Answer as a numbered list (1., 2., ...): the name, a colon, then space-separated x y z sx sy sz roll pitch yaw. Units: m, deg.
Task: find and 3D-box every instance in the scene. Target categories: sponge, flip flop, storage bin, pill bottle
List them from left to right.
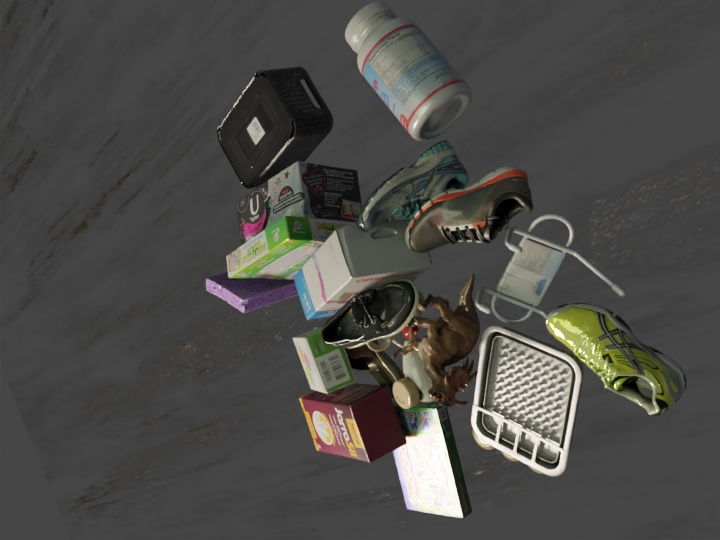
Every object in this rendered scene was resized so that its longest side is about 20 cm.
1. sponge: -0.171 0.022 1.503 0.112 0.200 0.030 24 119 37
2. storage bin: -0.156 -0.253 1.468 0.200 0.094 0.135 -41 74 46
3. flip flop: 0.001 0.154 1.470 0.200 0.058 0.081 50 150 16
4. pill bottle: 0.065 -0.297 1.214 0.200 0.109 0.109 54 135 18

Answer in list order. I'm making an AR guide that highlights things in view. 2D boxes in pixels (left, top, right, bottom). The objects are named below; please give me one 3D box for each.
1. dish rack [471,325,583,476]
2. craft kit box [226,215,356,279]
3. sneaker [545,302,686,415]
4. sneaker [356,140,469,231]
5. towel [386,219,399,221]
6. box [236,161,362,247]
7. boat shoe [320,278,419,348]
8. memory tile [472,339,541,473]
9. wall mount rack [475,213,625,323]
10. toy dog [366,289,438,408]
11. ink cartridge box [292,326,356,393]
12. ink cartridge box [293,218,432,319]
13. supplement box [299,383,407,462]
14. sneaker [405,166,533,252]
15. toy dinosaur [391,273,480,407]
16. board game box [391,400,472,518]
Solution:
1. dish rack: 0.252 0.187 1.223 0.172 0.044 0.200 23 120 40
2. craft kit box: -0.092 -0.032 1.380 0.200 0.197 0.049 -27 69 48
3. sneaker: 0.333 0.113 1.088 0.200 0.076 0.075 32 128 18
4. sneaker: 0.082 -0.110 1.209 0.086 0.200 0.078 50 160 4
5. towel: 0.019 -0.001 1.434 0.144 0.023 0.200 13 112 45
6. box: -0.109 -0.099 1.430 0.200 0.132 0.115 -25 68 47
7. boat shoe: 0.007 0.067 1.242 0.199 0.066 0.075 -28 66 48
8. memory tile: 0.242 0.211 1.285 0.153 0.017 0.200 19 117 40
9. wall mount rack: 0.265 0.027 1.160 0.174 0.075 0.200 22 126 2
10. toy dog: 0.105 0.138 1.327 0.096 0.132 0.200 10 133 51
11. ink cartridge box: -0.074 0.160 1.495 0.200 0.059 0.104 165 85 -75
12. ink cartridge box: 0.000 0.000 1.295 0.200 0.144 0.085 -45 58 58
13. supplement box: -0.017 0.270 1.489 0.200 0.086 0.110 -9 102 59
14. sneaker: 0.154 -0.071 1.170 0.200 0.077 0.082 -31 50 20
15. toy dinosaur: 0.139 0.110 1.238 0.135 0.200 0.086 33 161 13
16. board game box: 0.116 0.330 1.449 0.134 0.029 0.200 -8 98 46
